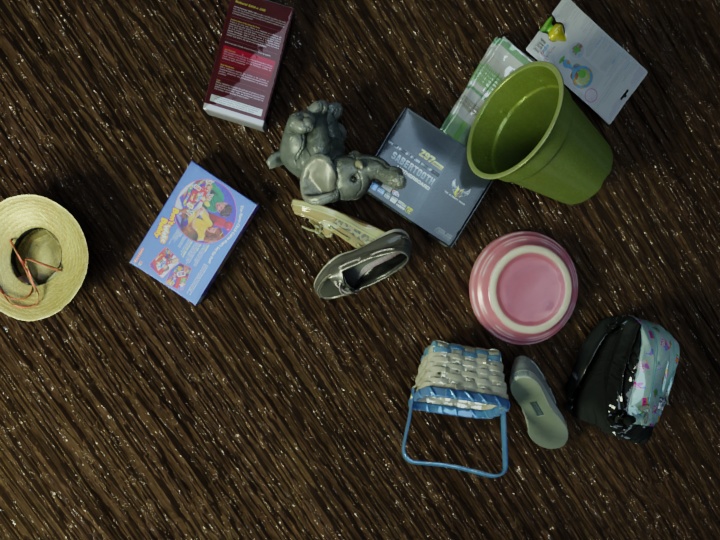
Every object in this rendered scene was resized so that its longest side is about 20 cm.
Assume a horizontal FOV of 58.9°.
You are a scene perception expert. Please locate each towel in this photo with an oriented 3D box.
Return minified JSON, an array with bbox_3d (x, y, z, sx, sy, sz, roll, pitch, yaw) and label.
[{"bbox_3d":[0.248,-0.288,1.121,0.148,0.031,0.202,33,91,-3],"label":"towel"}]

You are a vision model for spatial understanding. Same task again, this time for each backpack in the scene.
[{"bbox_3d":[0.458,0.180,1.104,0.125,0.166,0.204,17,88,-23],"label":"backpack"}]

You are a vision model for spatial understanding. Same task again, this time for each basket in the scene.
[{"bbox_3d":[0.166,0.231,1.068,0.173,0.140,0.203,12,63,-3],"label":"basket"}]

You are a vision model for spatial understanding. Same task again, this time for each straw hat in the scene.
[{"bbox_3d":[-0.530,-0.025,1.060,0.197,0.085,0.206,0,96,1],"label":"straw hat"}]

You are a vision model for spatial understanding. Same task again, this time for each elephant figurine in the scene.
[{"bbox_3d":[-0.043,-0.164,1.044,0.140,0.155,0.202,-27,77,-22],"label":"elephant figurine"}]

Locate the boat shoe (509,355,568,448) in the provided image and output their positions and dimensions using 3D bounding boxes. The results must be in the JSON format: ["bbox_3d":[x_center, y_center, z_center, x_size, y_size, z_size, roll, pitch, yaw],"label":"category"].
[{"bbox_3d":[0.315,0.230,1.120,0.069,0.072,0.202,-15,123,25],"label":"boat shoe"}]

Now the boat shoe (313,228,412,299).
[{"bbox_3d":[0.000,0.000,1.070,0.198,0.058,0.067,-31,125,20],"label":"boat shoe"}]

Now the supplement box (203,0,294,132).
[{"bbox_3d":[-0.187,-0.351,1.077,0.107,0.061,0.204,16,92,-5],"label":"supplement box"}]

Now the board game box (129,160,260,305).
[{"bbox_3d":[-0.281,-0.063,1.092,0.133,0.045,0.202,33,90,-4],"label":"board game box"}]

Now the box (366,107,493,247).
[{"bbox_3d":[0.115,-0.159,1.108,0.198,0.051,0.159,33,90,-4],"label":"box"}]

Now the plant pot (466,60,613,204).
[{"bbox_3d":[0.310,-0.203,1.051,0.188,0.199,0.203,25,91,-30],"label":"plant pot"}]

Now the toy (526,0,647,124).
[{"bbox_3d":[0.390,-0.364,1.116,0.199,0.047,0.116,38,90,-11],"label":"toy"}]

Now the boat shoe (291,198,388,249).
[{"bbox_3d":[-0.031,-0.067,1.093,0.197,0.073,0.064,23,98,-8],"label":"boat shoe"}]

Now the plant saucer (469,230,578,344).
[{"bbox_3d":[0.293,0.032,1.128,0.196,0.051,0.205,0,92,-4],"label":"plant saucer"}]
